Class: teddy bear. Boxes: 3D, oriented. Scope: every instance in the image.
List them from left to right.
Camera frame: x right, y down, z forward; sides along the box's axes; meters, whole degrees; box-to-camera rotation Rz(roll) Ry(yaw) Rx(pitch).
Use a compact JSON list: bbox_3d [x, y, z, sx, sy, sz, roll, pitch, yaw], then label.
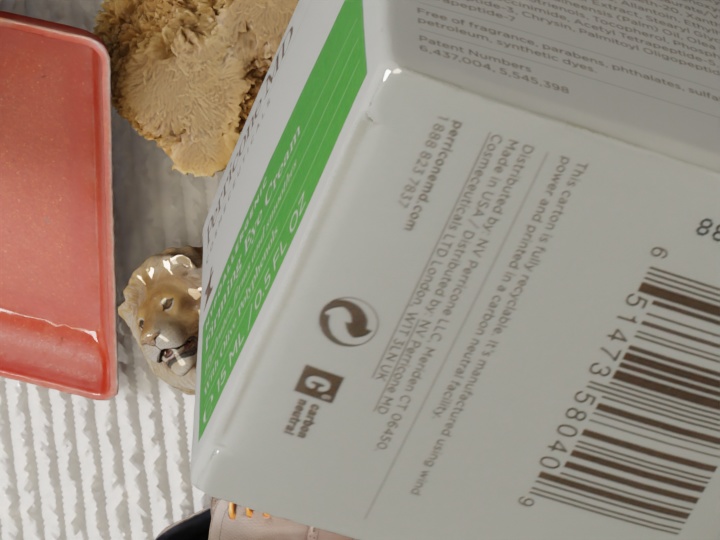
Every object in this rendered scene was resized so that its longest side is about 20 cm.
[{"bbox_3d":[-0.020,-0.128,1.217,0.145,0.067,0.200,30,104,3],"label":"teddy bear"}]

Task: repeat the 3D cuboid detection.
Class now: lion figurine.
[{"bbox_3d":[0.000,0.000,1.239,0.200,0.072,0.123,-38,81,9],"label":"lion figurine"}]

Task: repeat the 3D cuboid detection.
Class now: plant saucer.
[{"bbox_3d":[-0.195,-0.047,1.268,0.200,0.037,0.200,13,130,13],"label":"plant saucer"}]

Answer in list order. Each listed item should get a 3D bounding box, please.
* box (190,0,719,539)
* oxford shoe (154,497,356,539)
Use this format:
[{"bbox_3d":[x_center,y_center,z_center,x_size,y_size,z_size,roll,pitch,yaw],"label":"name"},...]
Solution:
[{"bbox_3d":[0.061,-0.014,1.067,0.200,0.171,0.199,18,122,-12],"label":"box"},{"bbox_3d":[-0.024,0.109,1.219,0.073,0.071,0.200,33,142,-17],"label":"oxford shoe"}]
